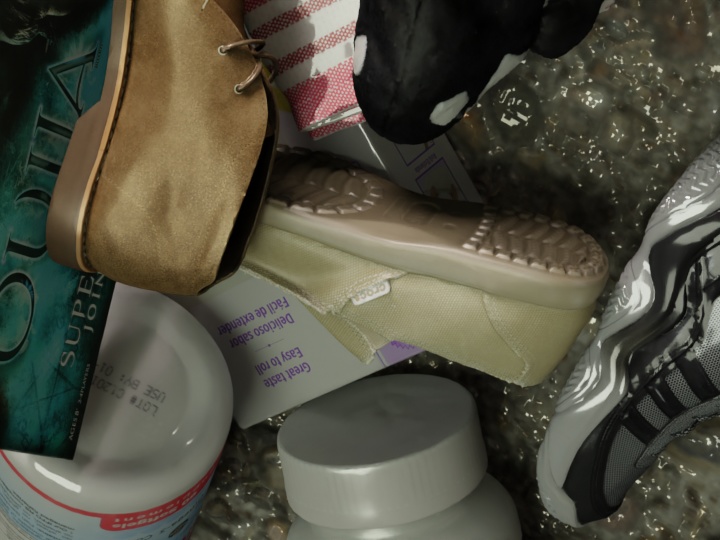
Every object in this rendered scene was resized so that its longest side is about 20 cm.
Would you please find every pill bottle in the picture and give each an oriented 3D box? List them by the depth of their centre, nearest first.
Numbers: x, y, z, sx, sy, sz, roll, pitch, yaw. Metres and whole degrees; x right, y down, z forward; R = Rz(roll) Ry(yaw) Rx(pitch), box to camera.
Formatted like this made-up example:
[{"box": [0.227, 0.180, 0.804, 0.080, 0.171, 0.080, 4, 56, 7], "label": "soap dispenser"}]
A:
[{"box": [0.026, 0.156, 0.981, 0.109, 0.110, 0.200, 1, 114, 29], "label": "pill bottle"}, {"box": [-0.126, 0.095, 1.007, 0.109, 0.109, 0.200, 37, 151, 8], "label": "pill bottle"}]

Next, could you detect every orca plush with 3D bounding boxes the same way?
[{"box": [0.058, -0.133, 0.807, 0.105, 0.071, 0.200, 44, 103, -4], "label": "orca plush"}]

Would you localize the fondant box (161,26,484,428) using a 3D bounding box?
[{"box": [-0.040, -0.046, 0.954, 0.144, 0.058, 0.200, -25, 101, 35], "label": "fondant box"}]

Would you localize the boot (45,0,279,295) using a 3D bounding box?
[{"box": [-0.057, -0.087, 0.823, 0.075, 0.074, 0.200, 19, 101, 18], "label": "boot"}]

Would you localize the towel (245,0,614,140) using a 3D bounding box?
[{"box": [0.001, -0.169, 0.858, 0.146, 0.030, 0.200, -24, 98, 10], "label": "towel"}]

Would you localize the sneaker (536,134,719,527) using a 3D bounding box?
[{"box": [0.152, 0.048, 0.880, 0.114, 0.075, 0.200, 32, 122, 15], "label": "sneaker"}]

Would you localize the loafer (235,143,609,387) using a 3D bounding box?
[{"box": [0.000, 0.000, 0.873, 0.200, 0.076, 0.068, 16, 113, 19], "label": "loafer"}]

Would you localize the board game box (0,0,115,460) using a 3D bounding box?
[{"box": [-0.133, -0.030, 0.842, 0.028, 0.135, 0.200, 11, 86, 24], "label": "board game box"}]
